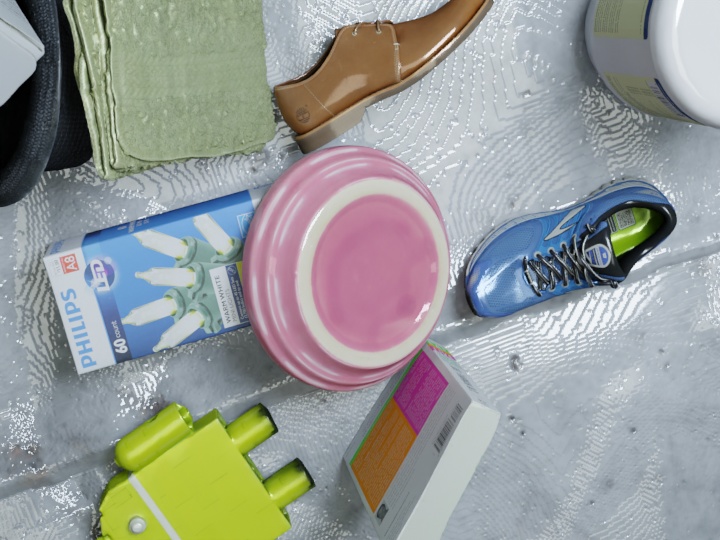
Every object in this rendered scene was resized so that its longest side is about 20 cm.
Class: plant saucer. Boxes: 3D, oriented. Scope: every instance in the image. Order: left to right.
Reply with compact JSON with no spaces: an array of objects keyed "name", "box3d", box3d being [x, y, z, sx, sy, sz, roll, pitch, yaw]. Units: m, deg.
[{"name":"plant saucer","box3d":[0.000,0.000,1.004,0.198,0.051,0.204,-4,97,-34]}]

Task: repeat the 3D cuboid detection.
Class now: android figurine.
[{"name":"android figurine","box3d":[-0.143,0.207,1.069,0.198,0.041,0.183,-32,104,-3]}]

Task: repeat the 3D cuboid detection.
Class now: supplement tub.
[{"name":"supplement tub","box3d":[0.265,-0.190,0.969,0.143,0.200,0.147,-2,102,-8]}]

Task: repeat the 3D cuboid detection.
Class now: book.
[{"name":"book","box3d":[0.048,0.138,1.001,0.048,0.200,0.135,26,97,-12]}]

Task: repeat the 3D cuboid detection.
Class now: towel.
[{"name":"towel","box3d":[-0.139,-0.154,0.941,0.036,0.199,0.151,3,104,37]}]

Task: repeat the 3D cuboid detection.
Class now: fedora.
[{"name":"fedora","box3d":[-0.248,-0.148,0.943,0.091,0.199,0.204,3,104,-46]}]

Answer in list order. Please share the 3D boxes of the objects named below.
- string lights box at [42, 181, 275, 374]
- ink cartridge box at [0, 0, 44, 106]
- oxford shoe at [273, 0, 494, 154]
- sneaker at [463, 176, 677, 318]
[{"name":"string lights box","box3d":[-0.150,0.005,1.016,0.197,0.059,0.104,-16,105,-5]},{"name":"ink cartridge box","box3d":[-0.332,-0.180,0.873,0.145,0.201,0.083,-43,147,8]},{"name":"oxford shoe","box3d":[0.018,-0.179,1.001,0.199,0.071,0.072,-34,102,0]},{"name":"sneaker","box3d":[0.179,-0.018,1.047,0.198,0.089,0.079,-28,103,-2]}]
